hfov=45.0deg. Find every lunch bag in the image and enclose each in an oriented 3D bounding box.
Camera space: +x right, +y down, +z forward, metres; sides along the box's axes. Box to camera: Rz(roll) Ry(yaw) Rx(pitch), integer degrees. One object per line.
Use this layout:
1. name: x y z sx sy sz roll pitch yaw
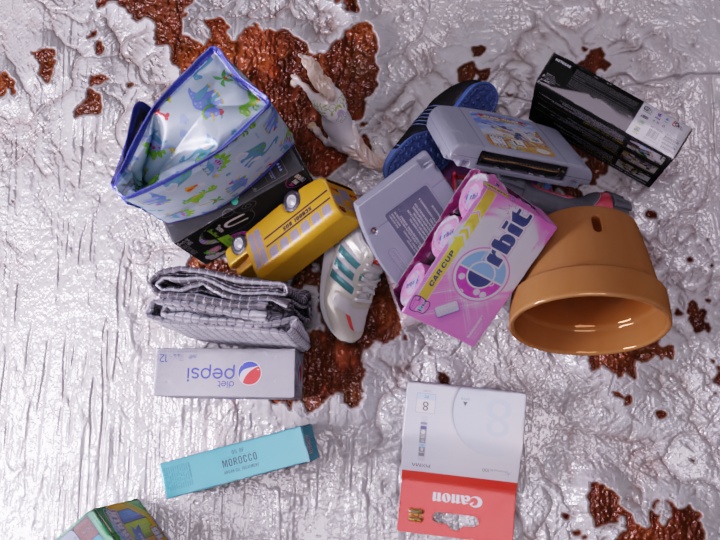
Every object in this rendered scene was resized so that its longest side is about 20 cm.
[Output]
1. lunch bag: -0.195 -0.145 1.046 0.127 0.170 0.200 44 90 11

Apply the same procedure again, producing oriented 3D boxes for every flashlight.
1. flashlight: 0.259 -0.093 1.154 0.199 0.068 0.068 16 84 -14

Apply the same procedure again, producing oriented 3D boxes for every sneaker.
1. sneaker: 0.000 0.000 1.179 0.093 0.070 0.201 -2 85 41
2. sneaker: 0.104 -0.191 1.217 0.200 0.078 0.070 -41 112 -6

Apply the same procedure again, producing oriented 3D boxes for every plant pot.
1. plant pot: 0.291 0.011 1.117 0.199 0.200 0.141 1 63 7

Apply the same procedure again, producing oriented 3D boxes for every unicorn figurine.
1. unicorn figurine: -0.027 -0.206 1.218 0.074 0.200 0.137 -48 52 2

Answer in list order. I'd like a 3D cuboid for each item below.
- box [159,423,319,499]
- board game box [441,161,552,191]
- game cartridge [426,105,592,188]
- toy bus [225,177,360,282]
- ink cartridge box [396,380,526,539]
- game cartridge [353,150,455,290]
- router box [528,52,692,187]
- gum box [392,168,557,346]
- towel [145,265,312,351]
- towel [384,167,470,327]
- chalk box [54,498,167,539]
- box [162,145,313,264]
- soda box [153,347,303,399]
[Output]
1. box: -0.161 0.257 1.173 0.199 0.082 0.049 -16 81 4
2. board game box: 0.166 -0.100 1.184 0.158 0.039 0.200 43 86 11
3. game cartridge: 0.191 -0.165 1.138 0.199 0.042 0.133 8 36 -18
4. toy bus: -0.092 -0.047 1.179 0.200 0.065 0.079 -36 62 27
5. ink cartridge box: 0.133 0.254 1.156 0.159 0.047 0.201 5 79 7
6. game cartridge: 0.084 -0.040 1.133 0.133 0.041 0.200 -37 112 -1
7. router box: 0.324 -0.196 1.156 0.200 0.149 0.051 33 86 10
8. gum box: 0.143 -0.018 1.090 0.113 0.066 0.200 26 108 -19
9. towel: -0.166 0.049 1.167 0.199 0.166 0.086 4 78 7
10. towel: 0.122 -0.039 1.214 0.199 0.032 0.192 -19 78 3
11. chalk box: -0.332 0.385 1.111 0.124 0.200 0.124 -40 79 0
12. box: -0.175 -0.120 1.202 0.200 0.149 0.125 -30 77 1
13. soda box: -0.181 0.144 1.203 0.199 0.063 0.069 -1 79 6
